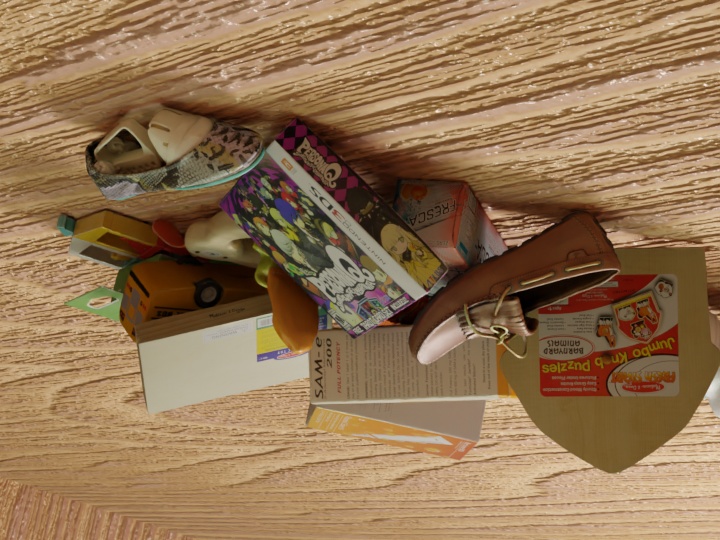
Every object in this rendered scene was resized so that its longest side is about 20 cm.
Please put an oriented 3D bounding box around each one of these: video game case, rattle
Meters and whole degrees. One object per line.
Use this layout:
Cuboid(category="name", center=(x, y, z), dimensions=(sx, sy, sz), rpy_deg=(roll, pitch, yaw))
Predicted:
Cuboid(category="video game case", center=(-0.029, -0.031, 1.475), dimensions=(0.181, 0.036, 0.200), rpy_deg=(45, 157, -4))
Cuboid(category="rattle", center=(-0.121, 0.013, 1.645), dimensions=(0.198, 0.145, 0.130), rpy_deg=(-4, 176, 25))

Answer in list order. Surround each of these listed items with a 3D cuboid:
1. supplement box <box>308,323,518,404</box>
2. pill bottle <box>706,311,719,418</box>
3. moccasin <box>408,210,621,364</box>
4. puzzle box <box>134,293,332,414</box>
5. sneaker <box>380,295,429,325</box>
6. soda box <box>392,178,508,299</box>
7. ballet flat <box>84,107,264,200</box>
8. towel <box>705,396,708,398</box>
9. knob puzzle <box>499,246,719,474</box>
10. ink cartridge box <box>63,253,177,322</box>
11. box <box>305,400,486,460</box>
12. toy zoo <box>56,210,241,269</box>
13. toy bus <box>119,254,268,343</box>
Cuboid(category="supplement box", center=(0.063, 0.088, 1.620), dimensions=(0.198, 0.074, 0.126), rpy_deg=(-3, 176, 19))
Cuboid(category="pill bottle", center=(0.397, 0.097, 1.608), dimensions=(0.198, 0.113, 0.112), rpy_deg=(12, 163, -3))
Cuboid(category="moccasin", center=(0.133, 0.029, 1.474), dimensions=(0.200, 0.078, 0.074), rpy_deg=(-28, 155, 7))
Cuboid(category="puzzle box", center=(-0.124, 0.079, 1.697), dimensions=(0.198, 0.026, 0.134), rpy_deg=(-13, 145, -12))
Cuboid(category="sneaker", center=(0.048, 0.023, 1.696), dimensions=(0.076, 0.074, 0.200), rpy_deg=(6, 173, -12))
Cuboid(category="soda box", center=(0.085, -0.015, 1.539), dimensions=(0.068, 0.064, 0.200), rpy_deg=(4, 161, 21))
Cuboid(category="ballet flat", center=(-0.169, -0.102, 1.437), dimensions=(0.199, 0.073, 0.072), rpy_deg=(-7, 155, 43))
Cuboid(category="towel", center=(0.244, 0.095, 1.712), dimensions=(0.170, 0.049, 0.199), rpy_deg=(-5, 158, 37))
Cuboid(category="knob puzzle", center=(0.223, 0.080, 1.516), dimensions=(0.217, 0.222, 0.030), rpy_deg=(9, -174, 9))
Cuboid(category="ink cartridge box", center=(-0.202, 0.031, 1.800), dimensions=(0.199, 0.060, 0.104), rpy_deg=(21, 160, -29))
Cuboid(category="box", center=(0.044, 0.151, 2.026), dimensions=(0.198, 0.098, 0.124), rpy_deg=(12, 163, -3))
Cuboid(category="toy zoo", center=(-0.228, -0.020, 1.795), dimensions=(0.198, 0.021, 0.131), rpy_deg=(18, 161, -22))
Cuboid(category="toy bus", center=(-0.139, 0.035, 1.726), dimensions=(0.198, 0.079, 0.065), rpy_deg=(5, -157, -33))
